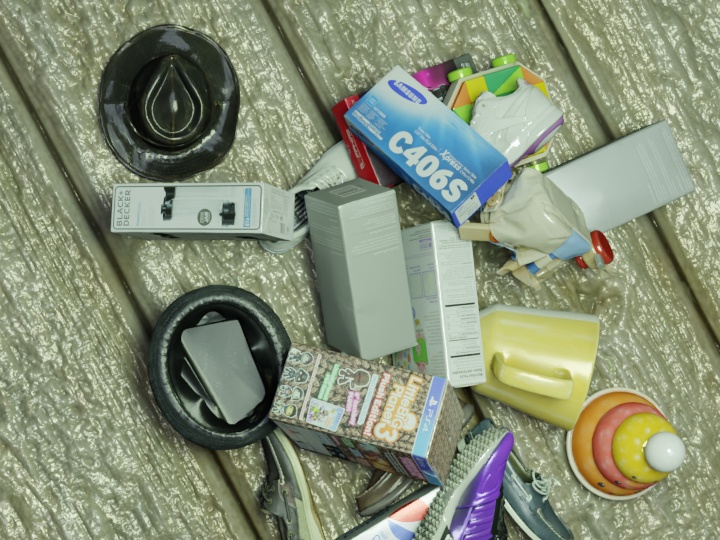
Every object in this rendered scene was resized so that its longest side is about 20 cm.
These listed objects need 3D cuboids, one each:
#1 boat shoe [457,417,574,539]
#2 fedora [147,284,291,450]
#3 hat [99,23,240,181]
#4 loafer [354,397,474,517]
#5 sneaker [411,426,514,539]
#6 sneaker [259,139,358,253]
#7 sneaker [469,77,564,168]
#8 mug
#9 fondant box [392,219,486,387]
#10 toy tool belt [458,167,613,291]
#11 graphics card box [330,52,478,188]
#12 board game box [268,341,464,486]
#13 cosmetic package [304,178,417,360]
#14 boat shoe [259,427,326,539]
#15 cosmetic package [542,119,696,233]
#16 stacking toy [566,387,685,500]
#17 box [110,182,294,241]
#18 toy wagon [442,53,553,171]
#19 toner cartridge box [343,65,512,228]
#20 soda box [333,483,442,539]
[{"bbox_3d":[0.210,0.276,1.751,0.062,0.075,0.200,-43,85,15],"label":"boat shoe"},{"bbox_3d":[-0.173,0.120,1.697,0.198,0.092,0.203,0,87,-8],"label":"fedora"},{"bbox_3d":[-0.240,-0.216,1.713,0.198,0.081,0.203,0,86,-7],"label":"hat"},{"bbox_3d":[0.058,0.230,1.741,0.071,0.073,0.200,43,77,7],"label":"loafer"},{"bbox_3d":[0.147,0.293,1.681,0.099,0.070,0.201,33,85,-12],"label":"sneaker"},{"bbox_3d":[-0.048,-0.097,1.738,0.073,0.071,0.200,43,80,-3],"label":"sneaker"},{"bbox_3d":[0.152,-0.157,1.680,0.199,0.075,0.100,-38,80,-12],"label":"sneaker"},{"bbox_3d":[0.212,0.105,1.716,0.152,0.187,0.151,15,68,2],"label":"mug"},{"bbox_3d":[0.089,0.045,1.709,0.058,0.144,0.202,-3,87,-25],"label":"fondant box"},{"bbox_3d":[0.214,-0.038,1.675,0.122,0.200,0.126,-29,51,24],"label":"toy tool belt"},{"bbox_3d":[0.075,-0.188,1.750,0.199,0.051,0.127,-22,89,-24],"label":"graphics card box"},{"bbox_3d":[0.011,0.175,1.644,0.198,0.160,0.098,13,73,15],"label":"board game box"},{"bbox_3d":[0.000,0.000,1.676,0.089,0.107,0.202,-18,110,-23],"label":"cosmetic package"},{"bbox_3d":[-0.094,0.288,1.708,0.064,0.073,0.202,-20,90,-14],"label":"boat shoe"},{"bbox_3d":[0.323,-0.110,1.785,0.198,0.090,0.108,-22,92,-6],"label":"cosmetic package"},{"bbox_3d":[0.350,0.222,1.710,0.144,0.200,0.148,0,86,-7],"label":"stacking toy"},{"bbox_3d":[-0.191,-0.070,1.659,0.198,0.117,0.061,0,86,18],"label":"box"},{"bbox_3d":[0.158,-0.183,1.733,0.198,0.039,0.157,-19,93,-24],"label":"toy wagon"},{"bbox_3d":[0.079,-0.150,1.632,0.095,0.043,0.200,-43,62,-7],"label":"toner cartridge box"},{"bbox_3d":[0.066,0.323,1.731,0.199,0.068,0.064,-29,91,-8],"label":"soda box"}]
